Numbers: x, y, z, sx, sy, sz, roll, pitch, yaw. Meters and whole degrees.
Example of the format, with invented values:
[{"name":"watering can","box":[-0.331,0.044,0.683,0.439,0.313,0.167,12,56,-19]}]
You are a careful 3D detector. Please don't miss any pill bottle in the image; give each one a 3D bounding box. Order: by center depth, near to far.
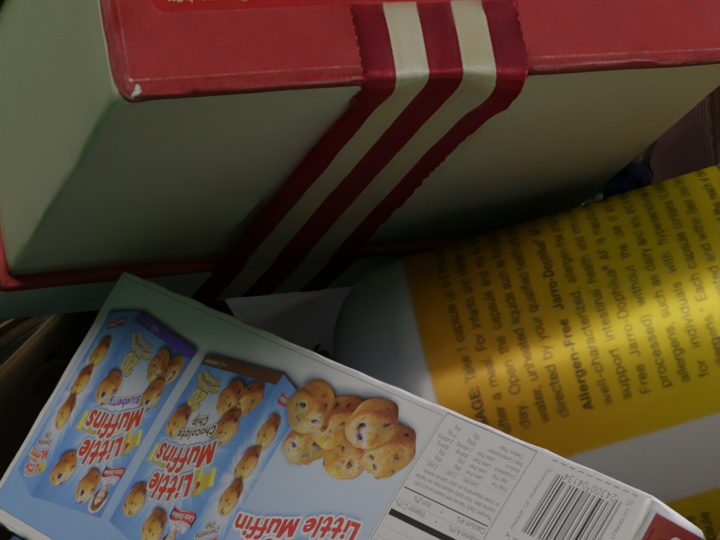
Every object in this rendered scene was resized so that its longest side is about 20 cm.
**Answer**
[{"name":"pill bottle","box":[0.060,0.041,0.718,0.199,0.113,0.113,-17,28,3]}]

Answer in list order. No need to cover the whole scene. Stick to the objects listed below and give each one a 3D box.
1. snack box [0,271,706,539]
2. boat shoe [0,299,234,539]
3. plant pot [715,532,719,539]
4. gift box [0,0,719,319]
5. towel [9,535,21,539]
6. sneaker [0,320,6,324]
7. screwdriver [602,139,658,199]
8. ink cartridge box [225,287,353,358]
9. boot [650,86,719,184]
[{"name":"snack box","box":[-0.012,0.057,0.629,0.200,0.024,0.072,21,79,50]},{"name":"boat shoe","box":[-0.117,0.071,0.801,0.200,0.074,0.066,-36,8,-1]},{"name":"plant pot","box":[0.128,0.101,0.534,0.185,0.187,0.200,-16,13,2]},{"name":"gift box","box":[-0.017,-0.102,0.726,0.183,0.201,0.187,0,-18,-19]},{"name":"towel","box":[-0.072,0.129,0.676,0.112,0.049,0.200,-41,24,8]},{"name":"sneaker","box":[-0.130,-0.016,0.867,0.071,0.200,0.073,-25,71,-25]},{"name":"screwdriver","box":[0.077,-0.045,0.749,0.029,0.201,0.028,1,34,-20]},{"name":"ink cartridge box","box":[0.000,0.000,0.871,0.116,0.068,0.200,-26,30,-15]},{"name":"boot","box":[0.150,-0.084,0.867,0.186,0.064,0.200,-47,20,28]}]
